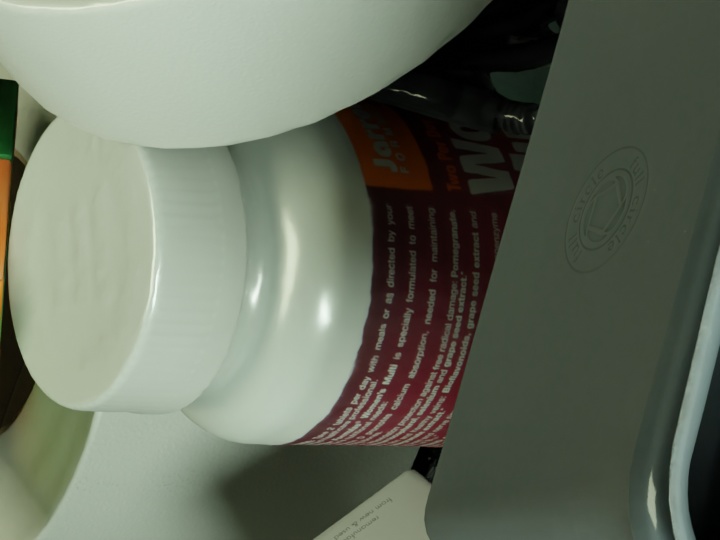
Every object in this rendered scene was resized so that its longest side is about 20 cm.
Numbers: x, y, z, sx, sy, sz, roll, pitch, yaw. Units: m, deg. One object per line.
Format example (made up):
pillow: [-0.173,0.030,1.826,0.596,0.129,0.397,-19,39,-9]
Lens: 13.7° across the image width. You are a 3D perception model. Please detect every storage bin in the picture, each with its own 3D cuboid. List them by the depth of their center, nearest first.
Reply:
storage bin: [0.106,0.004,0.699,0.134,0.145,0.201,-11,58,59]

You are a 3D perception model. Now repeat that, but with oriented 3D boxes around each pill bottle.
pill bottle: [0.000,0.000,0.926,0.109,0.199,0.110,-8,81,55]

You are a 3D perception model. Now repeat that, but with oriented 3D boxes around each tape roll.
tape roll: [-0.039,-0.137,0.855,0.202,0.071,0.203,-14,54,20]
tape roll: [-0.080,0.011,1.099,0.202,0.139,0.204,-8,80,55]

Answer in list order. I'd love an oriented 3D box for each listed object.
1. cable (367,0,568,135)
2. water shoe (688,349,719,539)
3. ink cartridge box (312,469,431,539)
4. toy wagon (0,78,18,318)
cable: [0.005,-0.133,0.905,0.199,0.051,0.164,19,80,24]
water shoe: [0.078,0.032,0.803,0.079,0.071,0.201,-13,73,58]
ink cartridge box: [0.059,0.160,0.896,0.200,0.068,0.116,39,158,51]
toy wagon: [-0.132,-0.006,0.958,0.155,0.039,0.201,-99,15,-62]
